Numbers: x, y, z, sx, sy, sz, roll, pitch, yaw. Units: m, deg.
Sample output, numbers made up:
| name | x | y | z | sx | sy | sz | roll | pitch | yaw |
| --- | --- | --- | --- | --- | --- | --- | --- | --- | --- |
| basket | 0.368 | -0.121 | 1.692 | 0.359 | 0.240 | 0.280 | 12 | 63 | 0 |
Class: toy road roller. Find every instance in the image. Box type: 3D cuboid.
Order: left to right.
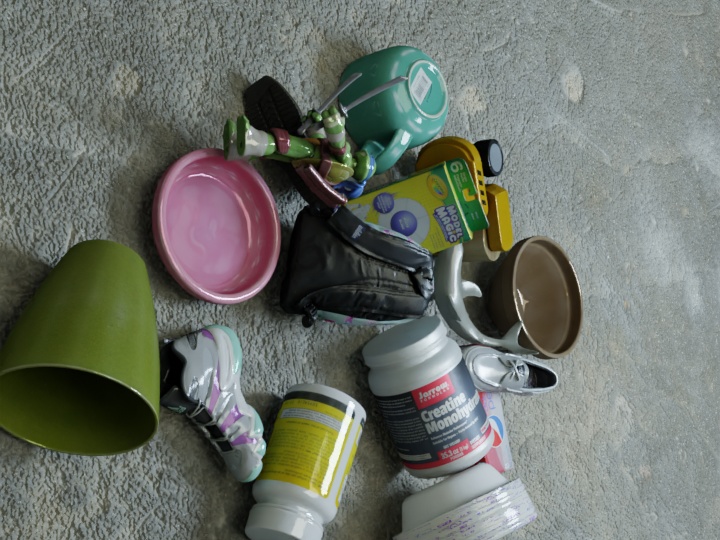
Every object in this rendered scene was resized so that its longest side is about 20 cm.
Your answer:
| name | x | y | z | sx | sy | sz | roll | pitch | yaw |
| --- | --- | --- | --- | --- | --- | --- | --- | --- | --- |
| toy road roller | 0.140 | -0.100 | 1.841 | 0.146 | 0.123 | 0.201 | -29 | 113 | -57 |

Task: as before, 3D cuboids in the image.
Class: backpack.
| name | x | y | z | sx | sy | sz | roll | pitch | yaw |
| --- | --- | --- | --- | --- | --- | --- | --- | --- | --- |
| backpack | 0.000 | 0.000 | 1.668 | 0.199 | 0.127 | 0.168 | 11 | 94 | -13 |

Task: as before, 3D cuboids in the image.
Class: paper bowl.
| name | x | y | z | sx | sy | sz | roll | pitch | yaw |
| --- | --- | --- | --- | --- | --- | --- | --- | --- | --- |
| paper bowl | 0.139 | 0.342 | 1.726 | 0.200 | 0.200 | 0.105 | -12 | 74 | -47 |

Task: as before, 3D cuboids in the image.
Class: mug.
| name | x | y | z | sx | sy | sz | roll | pitch | yaw |
| --- | --- | --- | --- | --- | --- | --- | --- | --- | --- |
| mug | 0.062 | -0.240 | 1.827 | 0.152 | 0.114 | 0.186 | -9 | 88 | -47 |

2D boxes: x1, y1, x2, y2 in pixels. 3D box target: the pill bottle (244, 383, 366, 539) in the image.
| name | x | y | z | sx | sy | sz | roll | pitch | yaw |
| --- | --- | --- | --- | --- | --- | --- | --- | --- | --- |
| pill bottle | -0.072 | 0.257 | 1.584 | 0.114 | 0.114 | 0.200 | 40 | 55 | -33 |

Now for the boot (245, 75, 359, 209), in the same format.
| name | x | y | z | sx | sy | sz | roll | pitch | yaw |
| --- | --- | --- | --- | --- | --- | --- | --- | --- | --- |
| boot | -0.075 | -0.180 | 1.722 | 0.200 | 0.077 | 0.138 | 62 | 22 | 0 |

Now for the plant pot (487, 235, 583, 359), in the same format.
| name | x | y | z | sx | sy | sz | roll | pitch | yaw |
| --- | --- | --- | --- | --- | --- | --- | --- | --- | --- |
| plant pot | 0.271 | 0.049 | 1.998 | 0.201 | 0.093 | 0.202 | 15 | 69 | -46 |

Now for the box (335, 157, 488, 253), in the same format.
| name | x | y | z | sx | sy | sz | roll | pitch | yaw |
| --- | --- | --- | --- | --- | --- | --- | --- | --- | --- |
| box | 0.073 | -0.075 | 1.750 | 0.048 | 0.199 | 0.118 | -70 | 139 | -76 |

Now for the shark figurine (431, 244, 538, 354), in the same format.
| name | x | y | z | sx | sy | sz | roll | pitch | yaw |
| --- | --- | --- | --- | --- | --- | --- | --- | --- | --- |
| shark figurine | 0.159 | 0.069 | 1.835 | 0.128 | 0.090 | 0.215 | -38 | 106 | 2 |

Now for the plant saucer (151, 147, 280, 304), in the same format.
| name | x | y | z | sx | sy | sz | roll | pitch | yaw |
| --- | --- | --- | --- | --- | --- | --- | --- | --- | --- |
| plant saucer | -0.190 | -0.054 | 1.573 | 0.200 | 0.051 | 0.201 | 11 | 74 | -45 |

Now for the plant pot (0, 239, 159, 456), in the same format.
| name | x | y | z | sx | sy | sz | roll | pitch | yaw |
| --- | --- | --- | --- | --- | --- | --- | --- | --- | --- |
| plant pot | -0.301 | 0.072 | 1.360 | 0.187 | 0.187 | 0.201 | 37 | 42 | -35 |

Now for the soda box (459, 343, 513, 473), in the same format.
| name | x | y | z | sx | sy | sz | roll | pitch | yaw |
| --- | --- | --- | --- | --- | --- | --- | --- | --- | --- |
| soda box | 0.174 | 0.215 | 1.887 | 0.070 | 0.063 | 0.201 | -11 | 90 | -47 |

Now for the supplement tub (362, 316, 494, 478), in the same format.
| name | x | y | z | sx | sy | sz | roll | pitch | yaw |
| --- | --- | --- | --- | --- | --- | --- | --- | --- | --- |
| supplement tub | 0.096 | 0.182 | 1.755 | 0.140 | 0.140 | 0.201 | -36 | 107 | -44 |

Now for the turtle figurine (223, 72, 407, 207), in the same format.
| name | x | y | z | sx | sy | sz | roll | pitch | yaw |
| --- | --- | --- | --- | --- | --- | --- | --- | --- | --- |
| turtle figurine | -0.068 | -0.190 | 1.564 | 0.193 | 0.144 | 0.201 | 1 | 123 | -22 |

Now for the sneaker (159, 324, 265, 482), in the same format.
| name | x | y | z | sx | sy | sz | roll | pitch | yaw |
| --- | --- | --- | --- | --- | --- | --- | --- | --- | --- |
| sneaker | -0.201 | 0.173 | 1.503 | 0.140 | 0.078 | 0.201 | -10 | 80 | -45 |

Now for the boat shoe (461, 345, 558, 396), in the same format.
| name | x | y | z | sx | sy | sz | roll | pitch | yaw |
| --- | --- | --- | --- | --- | --- | --- | --- | --- | --- |
| boat shoe | 0.225 | 0.156 | 1.856 | 0.200 | 0.068 | 0.072 | 24 | 64 | -42 |
